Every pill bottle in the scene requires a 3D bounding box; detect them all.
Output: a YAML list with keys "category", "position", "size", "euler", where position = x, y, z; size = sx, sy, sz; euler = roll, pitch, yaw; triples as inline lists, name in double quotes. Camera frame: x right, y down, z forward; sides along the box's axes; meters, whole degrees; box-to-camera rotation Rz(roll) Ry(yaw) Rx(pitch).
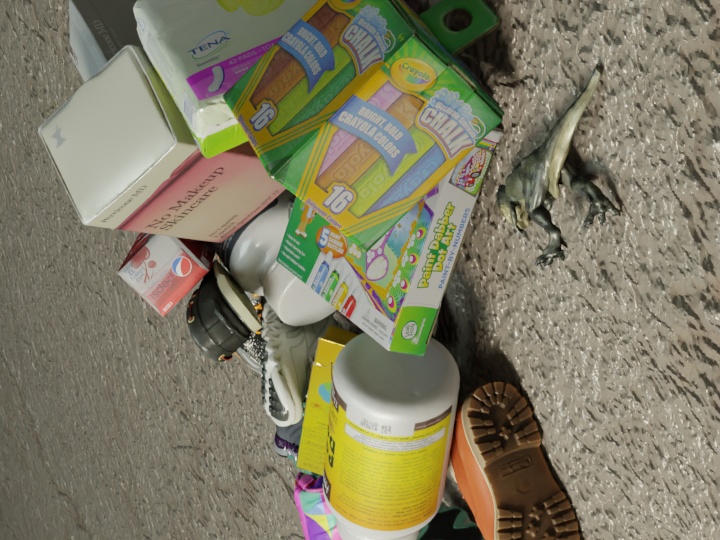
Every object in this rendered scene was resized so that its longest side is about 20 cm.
- category: "pill bottle"
  position: [-0.090, -0.046, 1.752]
  size: [0.200, 0.119, 0.120]
  euler: [54, 151, 33]
- category: "pill bottle"
  position: [0.024, 0.155, 1.565]
  size: [0.109, 0.109, 0.201]
  euler: [48, 146, 39]

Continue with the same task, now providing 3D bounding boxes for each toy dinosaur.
- category: "toy dinosaur"
  position: [0.146, -0.061, 1.338]
  size: [0.089, 0.047, 0.200]
  euler: [68, 154, 20]

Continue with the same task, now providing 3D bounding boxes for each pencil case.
- category: "pencil case"
  position: [-0.017, 0.300, 1.904]
  size: [0.088, 0.088, 0.202]
  euler: [18, 122, 60]

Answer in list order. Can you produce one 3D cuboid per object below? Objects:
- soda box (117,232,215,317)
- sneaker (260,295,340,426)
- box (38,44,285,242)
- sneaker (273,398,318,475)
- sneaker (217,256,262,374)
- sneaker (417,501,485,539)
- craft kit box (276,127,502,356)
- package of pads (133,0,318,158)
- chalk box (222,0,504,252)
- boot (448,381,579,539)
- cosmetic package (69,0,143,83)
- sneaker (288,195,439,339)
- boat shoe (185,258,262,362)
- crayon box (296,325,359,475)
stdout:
- category: "soda box"
  position: [-0.187, -0.019, 1.785]
  size: [0.063, 0.070, 0.200]
  euler: [44, -172, -9]
- category: "sneaker"
  position: [-0.058, 0.074, 1.751]
  size: [0.201, 0.080, 0.076]
  euler: [-93, 7, -53]
- category: "box"
  position: [-0.164, -0.109, 1.613]
  size: [0.128, 0.199, 0.109]
  euler: [-38, 68, 25]
- category: "sneaker"
  position: [-0.049, 0.159, 1.885]
  size: [0.200, 0.074, 0.088]
  euler: [6, 108, 64]
- category: "sneaker"
  position: [-0.108, 0.018, 1.898]
  size: [0.077, 0.078, 0.202]
  euler: [13, 119, 56]
- category: "sneaker"
  position: [0.097, 0.323, 1.692]
  size: [0.200, 0.077, 0.140]
  euler: [53, 150, 34]
- category: "craft kit box"
  position: [0.019, -0.059, 1.508]
  size: [0.200, 0.048, 0.199]
  euler: [35, 109, 51]
- category: "package of pads"
  position: [-0.073, -0.197, 1.491]
  size: [0.155, 0.199, 0.068]
  euler: [57, 165, 37]
- category: "chalk box"
  position: [0.017, -0.142, 1.383]
  size: [0.124, 0.200, 0.125]
  euler: [37, -167, -40]
- category: "boot"
  position: [0.127, 0.202, 1.554]
  size: [0.107, 0.075, 0.201]
  euler: [141, 115, -68]
- category: "cosmetic package"
  position: [-0.163, -0.219, 1.675]
  size: [0.107, 0.199, 0.090]
  euler: [56, 152, 27]
- category: "sneaker"
  position: [0.000, 0.000, 1.640]
  size: [0.201, 0.084, 0.075]
  euler: [59, 154, 23]
- category: "boat shoe"
  position: [-0.136, 0.039, 1.731]
  size: [0.074, 0.063, 0.201]
  euler: [51, -178, -10]
- category: "crayon box"
  position: [0.015, 0.128, 1.668]
  size: [0.126, 0.051, 0.201]
  euler: [19, 140, 6]
